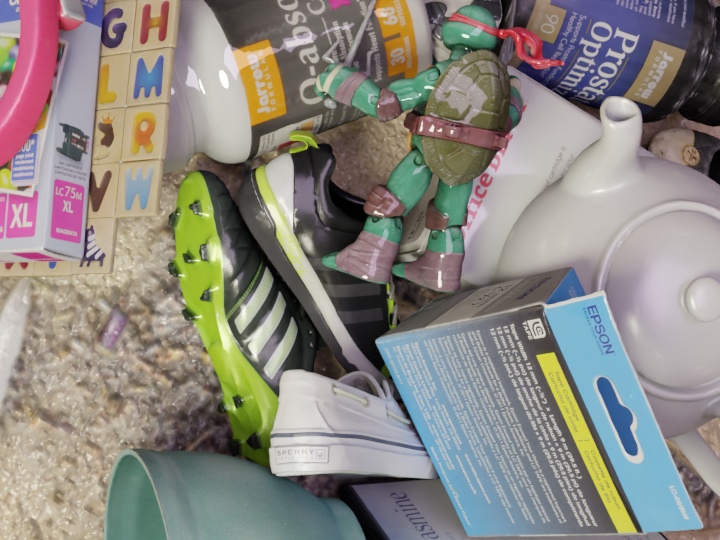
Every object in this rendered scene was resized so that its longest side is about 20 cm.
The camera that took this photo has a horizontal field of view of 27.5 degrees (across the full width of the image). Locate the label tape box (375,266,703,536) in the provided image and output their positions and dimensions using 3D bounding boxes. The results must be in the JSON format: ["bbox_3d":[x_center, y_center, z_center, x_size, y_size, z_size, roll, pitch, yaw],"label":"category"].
[{"bbox_3d":[0.114,0.079,0.867,0.066,0.199,0.144,-31,99,-37],"label":"label tape box"}]

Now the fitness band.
[{"bbox_3d":[-0.236,-0.155,0.886,0.037,0.143,0.201,16,45,-53],"label":"fitness band"}]

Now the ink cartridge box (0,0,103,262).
[{"bbox_3d":[-0.216,-0.106,0.909,0.042,0.119,0.202,18,74,-53],"label":"ink cartridge box"}]

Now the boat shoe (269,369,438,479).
[{"bbox_3d":[0.004,0.097,0.930,0.073,0.200,0.067,-3,81,18],"label":"boat shoe"}]

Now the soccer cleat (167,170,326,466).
[{"bbox_3d":[-0.070,0.029,0.976,0.081,0.067,0.202,-17,91,-36],"label":"soccer cleat"}]

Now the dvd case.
[{"bbox_3d":[0.101,0.174,0.968,0.198,0.143,0.018,-1,114,-24],"label":"dvd case"}]

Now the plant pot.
[{"bbox_3d":[-0.069,0.202,0.882,0.133,0.200,0.202,-2,85,-22],"label":"plant pot"}]

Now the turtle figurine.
[{"bbox_3d":[0.045,-0.091,0.905,0.149,0.101,0.202,12,97,-24],"label":"turtle figurine"}]

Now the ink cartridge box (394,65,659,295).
[{"bbox_3d":[0.138,-0.028,1.034,0.199,0.086,0.148,30,78,-12],"label":"ink cartridge box"}]

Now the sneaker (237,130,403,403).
[{"bbox_3d":[0.000,0.000,0.964,0.082,0.072,0.201,-32,113,9],"label":"sneaker"}]

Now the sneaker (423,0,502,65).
[{"bbox_3d":[0.039,-0.219,1.029,0.077,0.080,0.202,-6,67,-13],"label":"sneaker"}]

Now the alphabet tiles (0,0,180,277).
[{"bbox_3d":[-0.179,-0.096,0.908,0.006,0.165,0.202,15,77,-53],"label":"alphabet tiles"}]

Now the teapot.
[{"bbox_3d":[0.187,0.023,0.926,0.199,0.146,0.199,22,85,-15],"label":"teapot"}]

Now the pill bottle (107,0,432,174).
[{"bbox_3d":[-0.062,-0.138,0.964,0.199,0.116,0.117,-23,91,-20],"label":"pill bottle"}]

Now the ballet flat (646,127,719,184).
[{"bbox_3d":[0.303,-0.053,1.108,0.199,0.057,0.067,29,75,-14],"label":"ballet flat"}]

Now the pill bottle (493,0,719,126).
[{"bbox_3d":[0.180,-0.171,1.051,0.198,0.112,0.113,15,79,-16],"label":"pill bottle"}]
